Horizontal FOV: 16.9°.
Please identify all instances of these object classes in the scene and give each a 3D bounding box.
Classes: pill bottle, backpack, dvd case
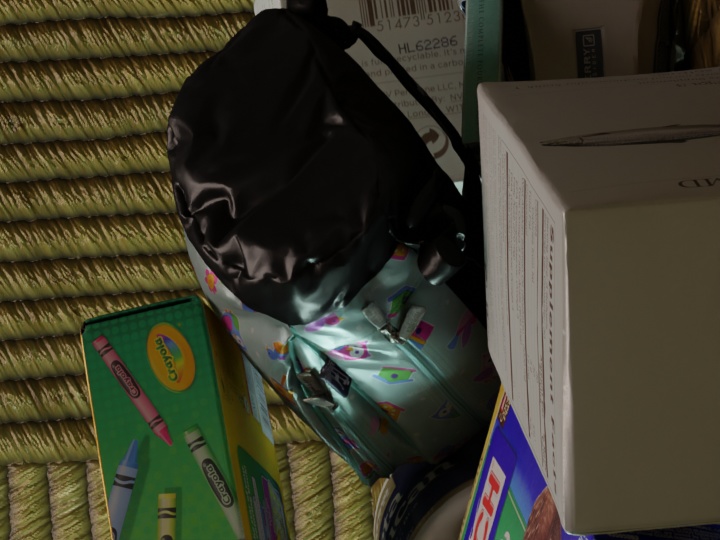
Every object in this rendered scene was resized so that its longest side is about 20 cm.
[{"bbox_3d":[0.063,0.130,1.133,0.200,0.110,0.112,-122,29,-81],"label":"pill bottle"},{"bbox_3d":[0.000,0.000,1.067,0.200,0.126,0.167,52,-167,-47],"label":"backpack"},{"bbox_3d":[0.088,-0.069,1.171,0.200,0.022,0.147,58,-150,-54],"label":"dvd case"}]

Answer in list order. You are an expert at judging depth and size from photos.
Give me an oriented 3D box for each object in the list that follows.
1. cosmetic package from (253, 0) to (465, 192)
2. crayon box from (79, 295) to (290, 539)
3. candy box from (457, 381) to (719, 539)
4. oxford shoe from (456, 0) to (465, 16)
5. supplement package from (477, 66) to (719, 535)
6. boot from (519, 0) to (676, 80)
[{"bbox_3d":[0.031,-0.114,1.443,0.200,0.166,0.168,119,142,-83],"label":"cosmetic package"},{"bbox_3d":[-0.066,0.125,1.063,0.119,0.058,0.201,59,-161,-70],"label":"crayon box"},{"bbox_3d":[0.083,0.145,0.925,0.200,0.077,0.170,-107,30,-74],"label":"candy box"},{"bbox_3d":[0.088,-0.171,1.316,0.071,0.072,0.201,106,160,-78],"label":"oxford shoe"},{"bbox_3d":[0.113,0.003,0.884,0.200,0.116,0.118,-110,17,-73],"label":"supplement package"},{"bbox_3d":[0.112,-0.103,1.133,0.090,0.072,0.201,43,-130,-73],"label":"boot"}]
